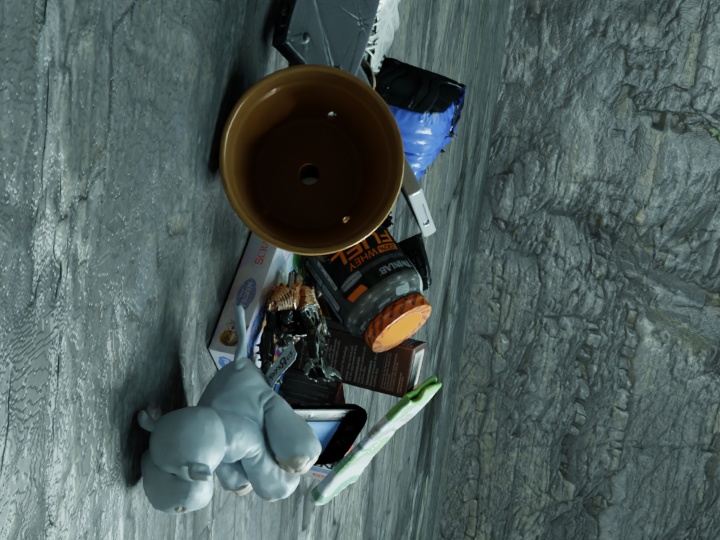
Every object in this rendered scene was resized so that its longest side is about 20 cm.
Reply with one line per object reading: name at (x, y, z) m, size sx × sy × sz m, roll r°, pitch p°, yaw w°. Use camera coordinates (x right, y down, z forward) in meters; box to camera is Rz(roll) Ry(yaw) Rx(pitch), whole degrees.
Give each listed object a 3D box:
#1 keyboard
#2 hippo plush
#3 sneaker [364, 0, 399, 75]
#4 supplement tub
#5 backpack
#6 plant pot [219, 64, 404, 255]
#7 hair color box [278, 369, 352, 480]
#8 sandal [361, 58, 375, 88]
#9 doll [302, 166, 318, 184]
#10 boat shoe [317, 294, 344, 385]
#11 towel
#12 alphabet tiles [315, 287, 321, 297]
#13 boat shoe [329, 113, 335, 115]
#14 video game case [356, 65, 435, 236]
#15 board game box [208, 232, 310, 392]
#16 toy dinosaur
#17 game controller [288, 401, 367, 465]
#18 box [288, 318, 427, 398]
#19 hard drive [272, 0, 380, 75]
keyboard at (0.013, -0.009, 1.575) m, size 0.020 × 0.199 × 0.129 m, roll -2°, pitch 73°, yaw -47°
hippo plush at (-0.139, 0.182, 1.167) m, size 0.161 × 0.158 × 0.202 m, roll -36°, pitch 155°, yaw -56°
sneaker at (0.017, -0.345, 1.602) m, size 0.201 × 0.074 × 0.117 m, roll 73°, pitch 29°, yaw -70°
supplement tub at (0.000, 0.000, 1.494) m, size 0.122 × 0.201 × 0.123 m, roll -31°, pitch 159°, yaw -14°
backpack at (0.068, -0.222, 1.744) m, size 0.200 × 0.160 × 0.170 m, roll -52°, pitch 154°, yaw -65°
plant pot at (-0.057, -0.116, 1.262) m, size 0.140 × 0.197 × 0.203 m, roll 163°, pitch -61°, yaw -85°
hair color box at (-0.076, 0.220, 1.588) m, size 0.201 × 0.109 × 0.064 m, roll 83°, pitch 23°, yaw -52°
sandal at (-0.008, -0.264, 1.558) m, size 0.080 × 0.054 × 0.201 m, roll -46°, pitch 151°, yaw -23°
doll at (-0.043, -0.120, 1.588) m, size 0.200 × 0.048 × 0.139 m, roll -41°, pitch 139°, yaw -71°
boat shoe at (-0.047, 0.124, 1.710) m, size 0.068 × 0.071 × 0.202 m, roll -58°, pitch 158°, yaw -47°
towel at (0.024, 0.228, 1.512) m, size 0.200 × 0.031 × 0.149 m, roll -48°, pitch 171°, yaw 18°
alphabet tiles at (-0.025, -0.054, 1.720) m, size 0.201 × 0.007 × 0.169 m, roll -63°, pitch 174°, yaw -52°
boat shoe at (-0.044, -0.221, 1.475) m, size 0.201 × 0.075 × 0.074 m, roll 62°, pitch 4°, yaw -54°
video game case at (0.041, -0.158, 1.482) m, size 0.202 × 0.023 × 0.182 m, roll 64°, pitch 2°, yaw 17°
board game box at (-0.120, 0.059, 1.414) m, size 0.200 × 0.041 × 0.202 m, roll 78°, pitch 26°, yaw -60°
toy dinosaur at (-0.085, 0.062, 1.338) m, size 0.199 × 0.101 × 0.138 m, roll 21°, pitch 65°, yaw -59°
game controller at (-0.083, 0.208, 1.435) m, size 0.105 × 0.198 × 0.042 m, roll -53°, pitch -131°, yaw 34°
box at (-0.016, 0.115, 1.565) m, size 0.100 × 0.197 × 0.076 m, roll -7°, pitch 110°, yaw -76°
hard drive at (-0.038, -0.316, 1.352) m, size 0.135 × 0.042 × 0.203 m, roll 40°, pitch 58°, yaw -45°
